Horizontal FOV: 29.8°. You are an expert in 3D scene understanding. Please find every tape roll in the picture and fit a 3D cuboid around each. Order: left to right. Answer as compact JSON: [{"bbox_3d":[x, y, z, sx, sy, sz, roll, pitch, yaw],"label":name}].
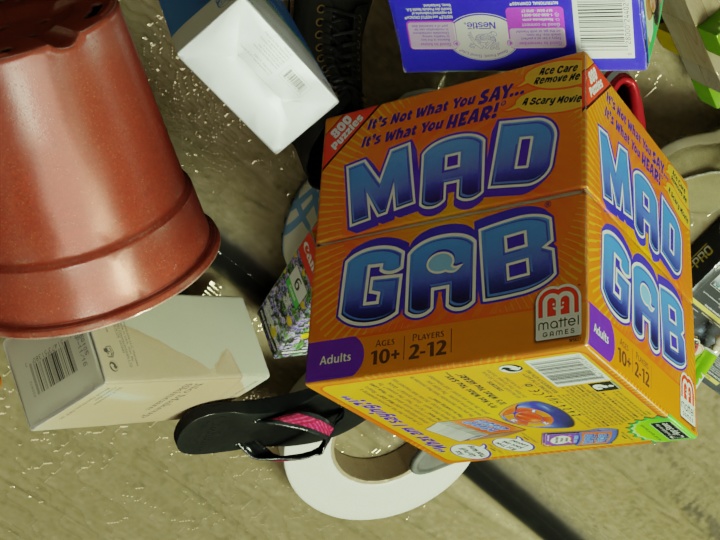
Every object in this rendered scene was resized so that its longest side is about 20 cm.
[{"bbox_3d":[0.020,0.152,1.294,0.202,0.037,0.204,-8,124,-12],"label":"tape roll"}]

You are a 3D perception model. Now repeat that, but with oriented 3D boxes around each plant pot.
[{"bbox_3d":[-0.220,-0.086,0.974,0.200,0.201,0.196,-16,119,-7],"label":"plant pot"}]

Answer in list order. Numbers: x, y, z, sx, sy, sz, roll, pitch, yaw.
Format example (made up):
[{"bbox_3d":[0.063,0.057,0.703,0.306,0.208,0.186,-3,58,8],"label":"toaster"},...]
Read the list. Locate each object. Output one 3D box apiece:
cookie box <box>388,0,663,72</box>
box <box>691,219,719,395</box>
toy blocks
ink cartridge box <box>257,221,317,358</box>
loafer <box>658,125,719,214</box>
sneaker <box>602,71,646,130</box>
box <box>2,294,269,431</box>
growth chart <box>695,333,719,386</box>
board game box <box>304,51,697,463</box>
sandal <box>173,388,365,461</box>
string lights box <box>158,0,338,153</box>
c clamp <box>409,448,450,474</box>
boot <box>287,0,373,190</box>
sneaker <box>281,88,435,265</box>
[{"bbox_3d":[0.126,-0.221,0.945,0.170,0.200,0.076,2,130,19],"label":"cookie box"},{"bbox_3d":[0.383,0.044,1.330,0.200,0.049,0.161,32,108,-32],"label":"box"},{"bbox_3d":[0.308,-0.246,1.097,0.137,0.100,0.200,-39,126,-4],"label":"toy blocks"},{"bbox_3d":[0.000,0.000,1.118,0.108,0.051,0.200,-7,152,-29],"label":"ink cartridge box"},{"bbox_3d":[0.288,-0.080,1.160,0.199,0.068,0.076,-24,172,-27],"label":"loafer"},{"bbox_3d":[0.168,-0.089,1.131,0.078,0.116,0.201,6,121,-21],"label":"sneaker"},{"bbox_3d":[-0.174,0.071,1.086,0.095,0.078,0.200,-32,161,30],"label":"box"},{"bbox_3d":[0.240,0.104,1.311,0.199,0.018,0.145,2,138,-7],"label":"growth chart"},{"bbox_3d":[0.103,0.004,0.938,0.199,0.201,0.200,-11,153,30],"label":"board game box"},{"bbox_3d":[-0.068,0.142,1.181,0.199,0.045,0.075,-4,135,-37],"label":"sandal"},{"bbox_3d":[-0.088,-0.175,0.940,0.059,0.200,0.103,-39,125,9],"label":"string lights box"},{"bbox_3d":[0.124,0.131,1.238,0.199,0.027,0.171,-12,145,-41],"label":"c clamp"},{"bbox_3d":[-0.012,-0.171,1.005,0.077,0.139,0.201,3,121,-19],"label":"boot"},{"bbox_3d":[0.006,-0.065,1.123,0.072,0.073,0.200,31,112,-33],"label":"sneaker"}]
